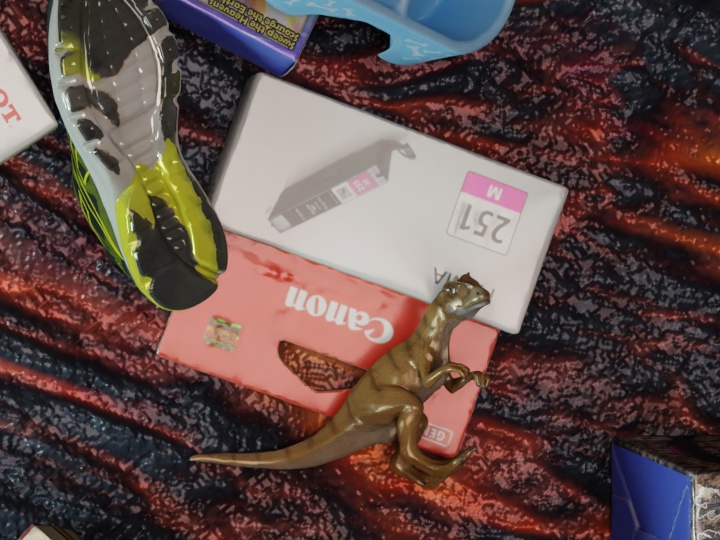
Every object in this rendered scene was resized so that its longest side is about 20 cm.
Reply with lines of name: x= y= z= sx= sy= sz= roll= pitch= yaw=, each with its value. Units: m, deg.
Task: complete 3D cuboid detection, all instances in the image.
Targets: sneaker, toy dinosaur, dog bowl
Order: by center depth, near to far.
dog bowl: x=0.017 y=-0.182 z=1.248 sx=0.199 sy=0.049 sz=0.112 roll=20 pitch=83 yaw=-47
sneaker: x=-0.139 y=-0.073 z=1.250 sx=0.074 sy=0.084 sz=0.201 roll=-22 pitch=108 yaw=-28
toy dinosaur: x=0.012 y=0.084 z=1.311 sx=0.200 sy=0.060 sz=0.106 roll=-42 pitch=83 yaw=13

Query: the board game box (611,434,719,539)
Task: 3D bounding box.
board game box: x=0.261 y=0.152 z=1.308 sx=0.198 sy=0.159 sz=0.098 roll=0 pitch=93 yaw=-11

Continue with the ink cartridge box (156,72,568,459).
ink cartridge box: x=0.000 y=0.000 z=1.314 sx=0.199 sy=0.044 sz=0.175 roll=20 pitch=88 yaw=-10

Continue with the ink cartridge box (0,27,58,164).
ink cartridge box: x=-0.286 y=-0.089 z=1.236 sx=0.199 sy=0.083 sz=0.147 roll=-34 pitch=99 yaw=-7

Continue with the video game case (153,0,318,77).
video game case: x=-0.091 y=-0.235 z=1.267 sx=0.199 sy=0.045 sz=0.182 roll=27 pitch=75 yaw=-10

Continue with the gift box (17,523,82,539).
gift box: x=-0.147 y=0.254 z=1.235 sx=0.187 sy=0.200 sz=0.185 roll=42 pitch=89 yaw=6
